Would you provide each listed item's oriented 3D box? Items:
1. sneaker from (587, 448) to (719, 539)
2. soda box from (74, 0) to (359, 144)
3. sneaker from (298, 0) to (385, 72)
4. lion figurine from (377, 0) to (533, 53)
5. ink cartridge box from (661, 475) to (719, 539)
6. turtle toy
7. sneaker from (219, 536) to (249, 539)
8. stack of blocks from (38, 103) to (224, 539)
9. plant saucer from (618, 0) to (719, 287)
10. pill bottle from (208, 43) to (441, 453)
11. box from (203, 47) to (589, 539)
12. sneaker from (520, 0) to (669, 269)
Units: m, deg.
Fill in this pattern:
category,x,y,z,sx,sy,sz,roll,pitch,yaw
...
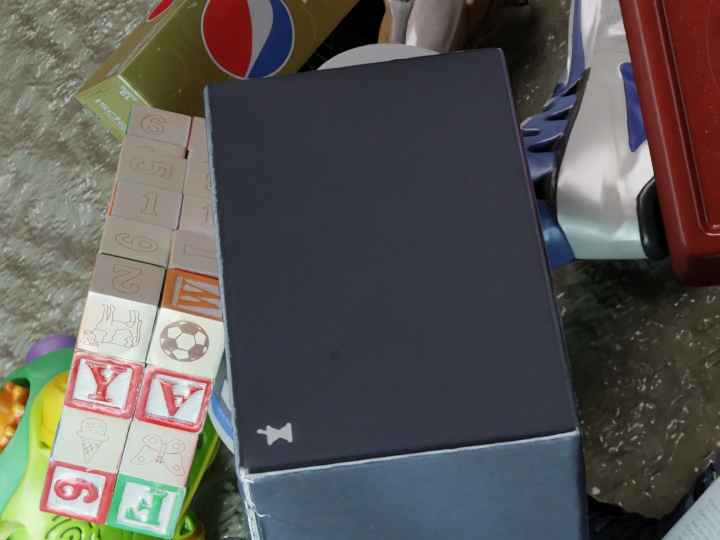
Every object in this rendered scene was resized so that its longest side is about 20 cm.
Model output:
category,x,y,z,sx,sy,sz,roll,pitch,yaw
sneaker,0.127,0.099,1.131,0.202,0.077,0.146,50,125,45
soda box,-0.048,-0.138,1.407,0.200,0.068,0.064,-51,15,-23
sneaker,-0.007,-0.074,1.422,0.079,0.075,0.200,-33,44,16
lion figurine,0.031,-0.108,1.359,0.200,0.072,0.123,-60,-5,-41
ink cartridge box,0.197,0.066,0.977,0.200,0.050,0.109,-48,27,7
turtle toy,-0.128,0.087,1.343,0.101,0.146,0.200,11,24,22
sneaker,-0.051,0.201,1.145,0.108,0.070,0.200,1,58,44
stack of blocks,-0.087,0.006,1.219,0.200,0.058,0.115,-85,9,-57
plant saucer,0.191,-0.092,1.110,0.199,0.200,0.037,-6,12,29
pill bottle,0.000,0.000,1.255,0.200,0.114,0.114,109,163,-50
box,0.017,0.059,1.048,0.123,0.199,0.200,-8,46,0
sneaker,0.146,-0.074,1.293,0.115,0.081,0.200,7,58,29
